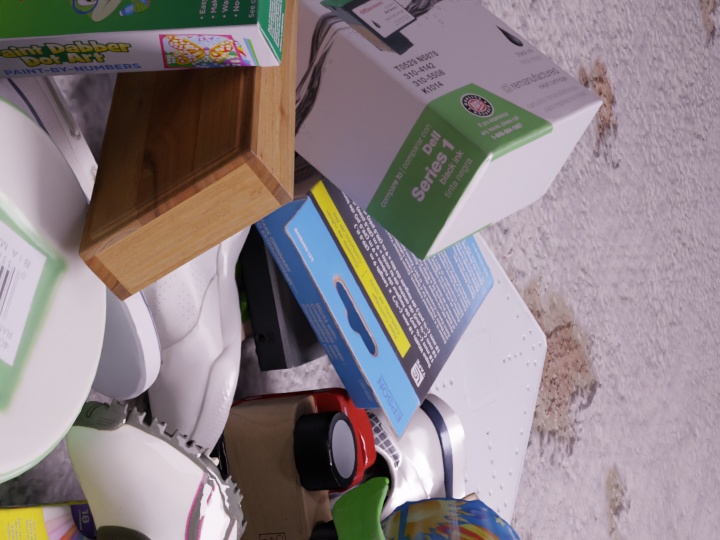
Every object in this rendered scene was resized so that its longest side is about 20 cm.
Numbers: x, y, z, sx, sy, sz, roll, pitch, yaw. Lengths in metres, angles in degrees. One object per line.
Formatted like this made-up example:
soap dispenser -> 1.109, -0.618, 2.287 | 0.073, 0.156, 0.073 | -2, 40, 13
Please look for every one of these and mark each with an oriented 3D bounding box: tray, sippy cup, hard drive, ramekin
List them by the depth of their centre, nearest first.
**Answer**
ramekin -> -0.205, 0.009, 0.730 | 0.200, 0.097, 0.201 | 18, 69, -57
tray -> -0.082, -0.078, 0.808 | 0.037, 0.098, 0.200 | 49, 21, -30
sippy cup -> 0.047, 0.197, 0.889 | 0.131, 0.139, 0.179 | -89, -175, -61
hard drive -> -0.038, -0.048, 1.051 | 0.139, 0.033, 0.201 | -19, 100, -59

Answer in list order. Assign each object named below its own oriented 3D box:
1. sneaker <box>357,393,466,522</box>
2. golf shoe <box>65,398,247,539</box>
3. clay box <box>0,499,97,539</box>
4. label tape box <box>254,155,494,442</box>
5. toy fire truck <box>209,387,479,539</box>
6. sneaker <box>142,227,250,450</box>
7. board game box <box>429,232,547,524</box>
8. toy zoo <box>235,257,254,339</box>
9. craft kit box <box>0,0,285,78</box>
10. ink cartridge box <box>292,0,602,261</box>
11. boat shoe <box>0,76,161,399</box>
sneaker -> 0.033, 0.187, 1.144 | 0.080, 0.076, 0.201 | -22, 106, -37
golf shoe -> -0.098, 0.150, 0.816 | 0.088, 0.077, 0.201 | -55, 132, -38
clay box -> -0.165, 0.175, 0.815 | 0.200, 0.047, 0.116 | 10, 76, -60
label tape box -> 0.000, 0.000, 0.979 | 0.145, 0.063, 0.200 | 62, 31, -15
toy fire truck -> -0.004, 0.157, 1.038 | 0.200, 0.128, 0.177 | -17, 98, -70
sneaker -> -0.115, 0.011, 0.928 | 0.088, 0.075, 0.201 | 4, 93, -28
board game box -> 0.083, 0.079, 1.281 | 0.200, 0.026, 0.201 | 53, 41, -40
toy zoo -> -0.088, -0.063, 1.020 | 0.131, 0.020, 0.201 | -37, 116, -56
craft kit box -> -0.130, -0.193, 0.797 | 0.049, 0.196, 0.201 | 52, 37, -65
ink cartridge box -> 0.018, -0.114, 0.946 | 0.200, 0.085, 0.146 | 41, 35, 15
boat shoe -> -0.152, -0.028, 0.863 | 0.070, 0.071, 0.201 | -50, 120, -48
